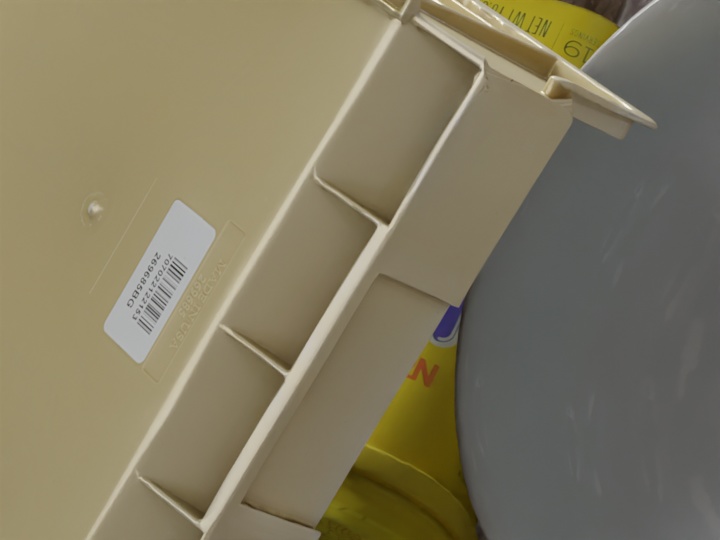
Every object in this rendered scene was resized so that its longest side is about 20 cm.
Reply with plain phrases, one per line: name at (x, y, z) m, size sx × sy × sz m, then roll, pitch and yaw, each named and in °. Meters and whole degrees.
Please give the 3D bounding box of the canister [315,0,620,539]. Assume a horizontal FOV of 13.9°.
canister at (0.000, 0.000, 0.975) m, size 0.148 × 0.087 × 0.200 m, roll 17°, pitch 66°, yaw 21°

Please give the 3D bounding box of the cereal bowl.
cereal bowl at (0.123, 0.015, 0.775) m, size 0.200 × 0.083 × 0.201 m, roll -24°, pitch 55°, yaw 38°

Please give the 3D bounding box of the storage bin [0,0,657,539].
storage bin at (-0.044, -0.005, 0.828) m, size 0.198 × 0.094 × 0.200 m, roll 39°, pitch 101°, yaw 46°

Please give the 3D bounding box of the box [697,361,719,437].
box at (0.125, -0.038, 0.908) m, size 0.110 × 0.035 × 0.200 m, roll 2°, pitch 68°, yaw 64°
